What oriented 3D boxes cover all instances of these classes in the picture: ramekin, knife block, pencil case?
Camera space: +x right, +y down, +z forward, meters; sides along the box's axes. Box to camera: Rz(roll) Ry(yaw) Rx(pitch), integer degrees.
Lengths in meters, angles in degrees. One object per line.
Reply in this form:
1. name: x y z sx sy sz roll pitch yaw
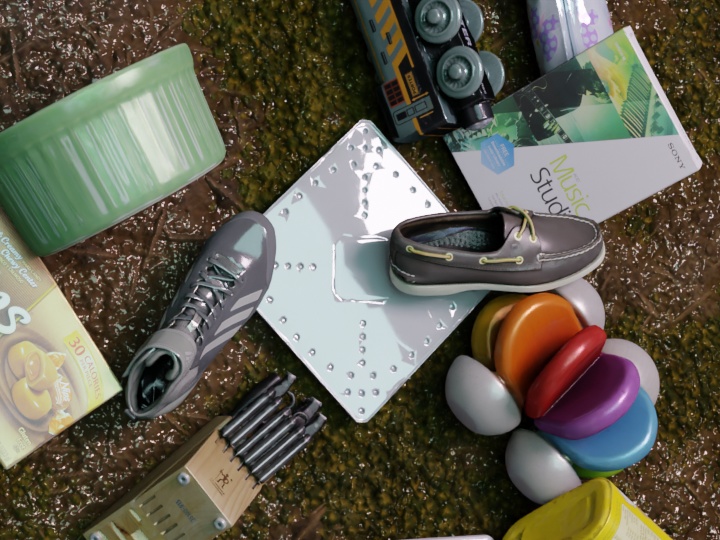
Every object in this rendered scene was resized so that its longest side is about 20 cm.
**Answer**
1. ramekin: -0.205 -0.094 0.954 0.198 0.200 0.099 -31 101 -17
2. knife block: -0.125 0.170 1.026 0.199 0.176 0.064 -36 95 28
3. pencil case: 0.200 -0.245 1.148 0.082 0.090 0.203 -14 86 26

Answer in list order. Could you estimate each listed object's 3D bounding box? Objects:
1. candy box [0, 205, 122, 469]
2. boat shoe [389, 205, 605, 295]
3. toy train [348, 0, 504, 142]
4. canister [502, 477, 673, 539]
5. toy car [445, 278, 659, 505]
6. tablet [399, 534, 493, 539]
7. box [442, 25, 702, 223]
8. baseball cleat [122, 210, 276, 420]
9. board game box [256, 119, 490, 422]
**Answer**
1. candy box: -0.299 0.047 0.979 0.115 0.055 0.202 -33 94 -17
2. boat shoe: 0.124 -0.023 1.057 0.198 0.061 0.072 -8 47 -3
3. toy train: 0.054 -0.214 1.090 0.113 0.085 0.203 -23 86 26
4. canister: 0.236 0.291 1.064 0.200 0.148 0.087 42 35 -16
5. toy car: 0.191 0.105 1.075 0.175 0.150 0.201 -43 97 -17
6. tablet: 0.067 0.348 1.082 0.128 0.014 0.204 0 84 -17
7. box: 0.194 -0.112 1.097 0.198 0.036 0.146 -29 93 23
8. baseball cleat: -0.132 0.041 0.991 0.069 0.106 0.202 29 90 -1
9. board game box: 0.000 0.000 1.093 0.200 0.026 0.200 -44 98 -17
